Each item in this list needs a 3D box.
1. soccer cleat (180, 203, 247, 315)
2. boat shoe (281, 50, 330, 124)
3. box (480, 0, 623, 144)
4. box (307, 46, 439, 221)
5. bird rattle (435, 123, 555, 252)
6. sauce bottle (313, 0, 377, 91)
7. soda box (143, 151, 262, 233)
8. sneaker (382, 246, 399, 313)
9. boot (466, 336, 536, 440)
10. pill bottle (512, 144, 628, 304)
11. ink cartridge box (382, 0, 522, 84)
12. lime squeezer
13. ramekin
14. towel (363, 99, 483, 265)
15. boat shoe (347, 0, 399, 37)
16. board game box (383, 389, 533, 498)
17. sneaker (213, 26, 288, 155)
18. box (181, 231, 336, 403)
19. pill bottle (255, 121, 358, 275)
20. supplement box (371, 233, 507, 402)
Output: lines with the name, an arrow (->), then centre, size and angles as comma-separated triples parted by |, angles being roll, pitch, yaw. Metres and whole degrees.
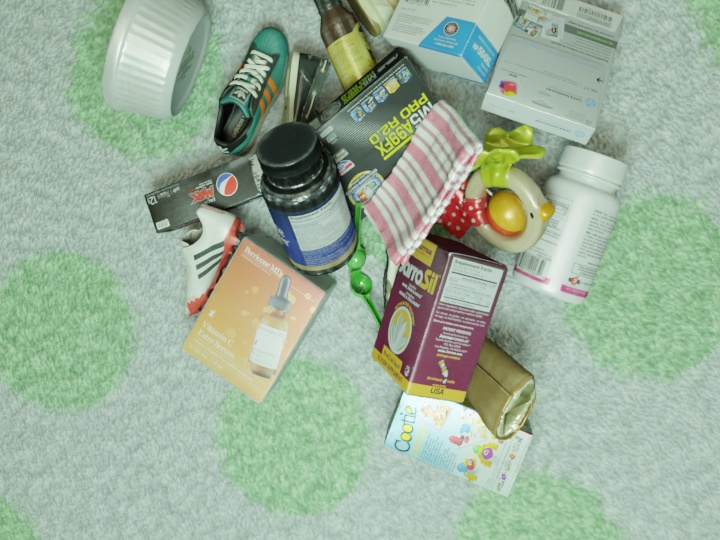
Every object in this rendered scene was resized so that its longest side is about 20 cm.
soccer cleat -> -0.244, -0.015, 1.095 | 0.084, 0.069, 0.202 | 28, 124, -8
boat shoe -> -0.087, -0.220, 1.072 | 0.066, 0.072, 0.205 | 5, 104, -18
box -> 0.266, -0.288, 0.981 | 0.152, 0.041, 0.204 | 19, 67, 4
box -> 0.026, -0.193, 1.032 | 0.198, 0.045, 0.160 | -37, 124, 10
bird rattle -> 0.183, -0.093, 0.990 | 0.164, 0.112, 0.201 | 49, 138, 14
sauce bottle -> -0.020, -0.331, 1.049 | 0.063, 0.065, 0.204 | -23, 95, 10
soda box -> -0.227, -0.120, 1.100 | 0.195, 0.071, 0.065 | -18, 94, 9
sneaker -> 0.082, -0.026, 1.079 | 0.086, 0.077, 0.206 | 4, 104, -4
boot -> 0.189, 0.109, 1.011 | 0.065, 0.200, 0.179 | 11, 108, -26
pill bottle -> 0.301, -0.066, 1.015 | 0.111, 0.113, 0.205 | 19, 100, 4
ink cartridge box -> 0.141, -0.379, 0.969 | 0.145, 0.084, 0.204 | 28, 92, 39
lime squeezer -> 0.000, 0.000, 1.086 | 0.037, 0.071, 0.205 | -12, 95, -10
ramekin -> -0.286, -0.315, 1.027 | 0.092, 0.203, 0.207 | 21, 100, -7
towel -> 0.081, -0.123, 0.976 | 0.029, 0.147, 0.202 | 21, 115, -30
boat shoe -> -0.007, -0.442, 1.036 | 0.066, 0.074, 0.203 | -32, 94, -3
board game box -> 0.147, 0.239, 1.079 | 0.196, 0.103, 0.107 | 22, 100, 4
sneaker -> -0.164, -0.268, 1.067 | 0.070, 0.080, 0.204 | 23, 99, 4
box -> -0.153, 0.068, 1.096 | 0.150, 0.106, 0.203 | 32, 100, 3
pill bottle -> -0.074, -0.097, 0.981 | 0.109, 0.114, 0.202 | -9, 138, 8
supplement box -> 0.107, 0.063, 1.007 | 0.101, 0.131, 0.205 | 12, 101, -25
